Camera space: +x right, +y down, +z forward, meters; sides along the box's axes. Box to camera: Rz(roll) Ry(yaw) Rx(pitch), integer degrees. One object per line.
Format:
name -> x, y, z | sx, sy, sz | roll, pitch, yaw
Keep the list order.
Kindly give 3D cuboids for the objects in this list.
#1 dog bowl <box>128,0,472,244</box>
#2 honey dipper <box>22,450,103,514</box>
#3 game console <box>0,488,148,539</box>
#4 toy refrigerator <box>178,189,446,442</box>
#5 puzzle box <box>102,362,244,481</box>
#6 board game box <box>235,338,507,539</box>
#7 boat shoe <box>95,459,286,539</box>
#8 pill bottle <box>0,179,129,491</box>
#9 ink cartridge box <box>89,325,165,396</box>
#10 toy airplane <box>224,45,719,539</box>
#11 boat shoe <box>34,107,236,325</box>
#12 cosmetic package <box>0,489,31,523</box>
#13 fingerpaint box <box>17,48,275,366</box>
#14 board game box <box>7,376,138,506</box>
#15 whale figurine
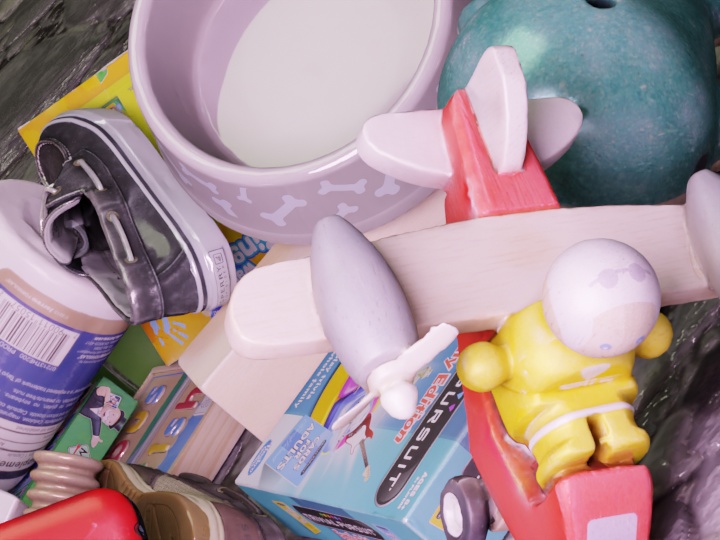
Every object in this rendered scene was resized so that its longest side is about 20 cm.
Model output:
dog bowl -> -0.028, -0.117, 1.386 | 0.199, 0.059, 0.201 | -7, 70, 18
honey dipper -> -0.166, 0.193, 1.392 | 0.038, 0.038, 0.201 | -9, 70, 62
game console -> -0.139, 0.223, 1.219 | 0.172, 0.201, 0.119 | -21, -19, 9
toy refrigerator -> 0.000, 0.000, 1.423 | 0.200, 0.076, 0.070 | -50, 19, -1
puzzle box -> -0.134, 0.134, 1.539 | 0.200, 0.025, 0.133 | -58, 20, -23
board game box -> 0.035, 0.060, 1.274 | 0.151, 0.047, 0.200 | -55, 19, -14
boat shoe -> -0.095, 0.139, 1.388 | 0.200, 0.065, 0.074 | -169, 89, -68
pill bottle -> -0.215, 0.056, 1.549 | 0.200, 0.111, 0.111 | -54, 17, 20
ink cartridge box -> -0.131, -0.008, 1.748 | 0.104, 0.059, 0.200 | -16, 38, 58
toy airplane -> 0.073, 0.006, 1.061 | 0.200, 0.199, 0.141 | -55, 10, -20
boat shoe -> -0.139, -0.033, 1.468 | 0.071, 0.072, 0.200 | -17, 30, -24
cosmetic package -> -0.239, 0.207, 1.436 | 0.108, 0.085, 0.201 | 63, -132, -67
fingerpaint box -> -0.074, -0.062, 1.544 | 0.200, 0.167, 0.073 | -31, 3, 42
board game box -> -0.208, 0.145, 1.629 | 0.135, 0.029, 0.200 | -59, 12, -25
whale figurine -> 0.118, -0.101, 1.242 | 0.200, 0.159, 0.104 | -47, -26, -41
